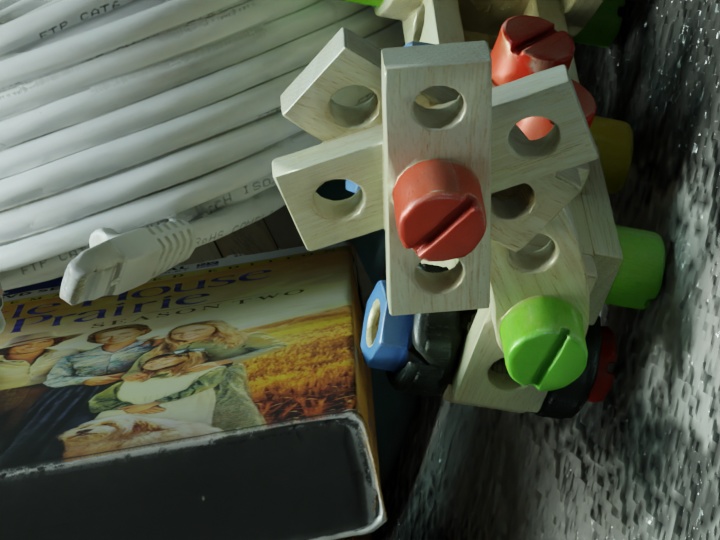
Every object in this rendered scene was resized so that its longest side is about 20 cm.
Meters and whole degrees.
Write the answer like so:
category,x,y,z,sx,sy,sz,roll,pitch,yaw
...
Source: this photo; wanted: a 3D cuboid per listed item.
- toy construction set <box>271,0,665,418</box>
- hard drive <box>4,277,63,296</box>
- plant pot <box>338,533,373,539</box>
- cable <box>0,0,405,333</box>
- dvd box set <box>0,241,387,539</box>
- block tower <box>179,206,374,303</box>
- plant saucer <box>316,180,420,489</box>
category,x,y,z,sx,sy,sz,roll,pitch,yaw
toy construction set,0.034,-0.047,0.631,0.200,0.092,0.131,-74,3,-53
hard drive,-0.128,-0.032,0.909,0.200,0.025,0.132,-60,-44,-57
plant pot,-0.072,0.125,0.757,0.140,0.199,0.201,-64,-7,-58
cable,-0.068,-0.050,0.772,0.200,0.200,0.069,-4,111,55
dvd box set,-0.068,0.035,0.678,0.200,0.146,0.030,-90,-10,-79
block tower,-0.054,0.039,0.881,0.058,0.054,0.200,63,152,20
plant saucer,0.000,0.000,0.905,0.200,0.027,0.201,-167,90,-80
